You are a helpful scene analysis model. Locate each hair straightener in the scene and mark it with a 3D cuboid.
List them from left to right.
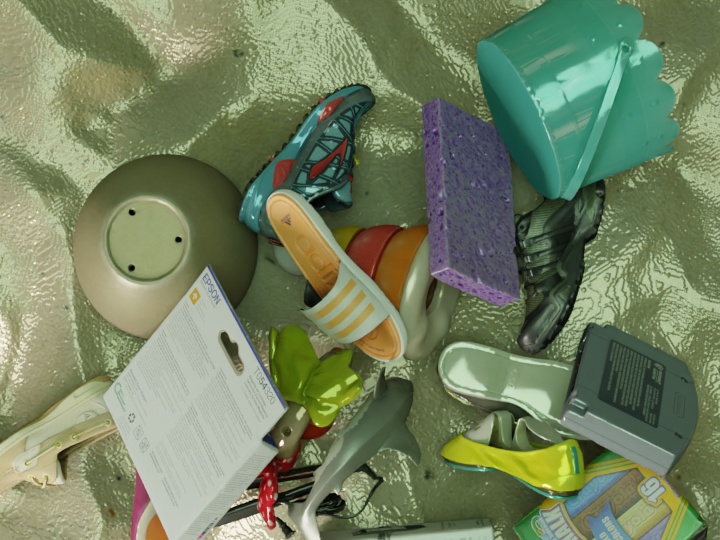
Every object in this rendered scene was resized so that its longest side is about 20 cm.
[{"bbox_3d":[-0.071,0.248,1.645,0.197,0.041,0.078,-9,70,-5],"label":"hair straightener"}]

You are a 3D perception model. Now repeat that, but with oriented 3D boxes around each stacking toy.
[{"bbox_3d":[0.000,0.000,1.632,0.198,0.146,0.148,17,88,22],"label":"stacking toy"}]

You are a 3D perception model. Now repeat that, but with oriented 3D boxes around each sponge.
[{"bbox_3d":[0.113,-0.071,1.592,0.030,0.111,0.202,-25,54,40],"label":"sponge"}]

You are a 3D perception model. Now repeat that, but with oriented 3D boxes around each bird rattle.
[{"bbox_3d":[-0.058,0.156,1.589,0.112,0.163,0.202,23,109,13],"label":"bird rattle"}]

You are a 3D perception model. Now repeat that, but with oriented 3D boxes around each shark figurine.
[{"bbox_3d":[0.011,0.187,1.564,0.089,0.128,0.215,33,65,9],"label":"shark figurine"}]

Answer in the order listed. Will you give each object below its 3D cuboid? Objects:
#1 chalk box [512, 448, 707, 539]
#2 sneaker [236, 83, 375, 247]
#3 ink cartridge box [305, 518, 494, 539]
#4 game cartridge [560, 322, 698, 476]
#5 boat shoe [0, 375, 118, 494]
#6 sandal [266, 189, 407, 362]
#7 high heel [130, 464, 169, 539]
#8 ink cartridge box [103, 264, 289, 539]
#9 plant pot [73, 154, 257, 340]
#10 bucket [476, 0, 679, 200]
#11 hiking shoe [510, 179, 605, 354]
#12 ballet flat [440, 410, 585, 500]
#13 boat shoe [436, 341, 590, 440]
[{"bbox_3d":[0.237,0.282,1.580,0.199,0.125,0.124,-37,69,-1],"label":"chalk box"},{"bbox_3d":[-0.038,-0.104,1.631,0.095,0.079,0.201,37,77,7],"label":"sneaker"},{"bbox_3d":[0.045,0.341,1.614,0.197,0.084,0.147,-5,87,1],"label":"ink cartridge box"},{"bbox_3d":[0.275,0.129,1.570,0.132,0.200,0.042,30,118,1],"label":"game cartridge"},{"bbox_3d":[-0.330,0.194,1.639,0.199,0.074,0.069,-38,81,-1],"label":"boat shoe"},{"bbox_3d":[-0.039,0.017,1.547,0.207,0.079,0.059,51,49,1],"label":"sandal"},{"bbox_3d":[-0.223,0.211,1.656,0.067,0.096,0.202,-2,110,-38],"label":"high heel"},{"bbox_3d":[-0.156,0.134,1.543,0.200,0.043,0.197,-48,52,22],"label":"ink cartridge box"},{"bbox_3d":[-0.212,-0.027,1.616,0.198,0.134,0.203,0,87,2],"label":"plant pot"},{"bbox_3d":[0.215,-0.178,1.568,0.134,0.207,0.209,-26,87,-6],"label":"bucket"},{"bbox_3d":[0.189,-0.013,1.642,0.100,0.076,0.202,18,79,11],"label":"hiking shoe"},{"bbox_3d":[0.155,0.178,1.576,0.066,0.199,0.068,-6,100,-34],"label":"ballet flat"},{"bbox_3d":[0.175,0.128,1.634,0.200,0.060,0.073,19,77,1],"label":"boat shoe"}]
